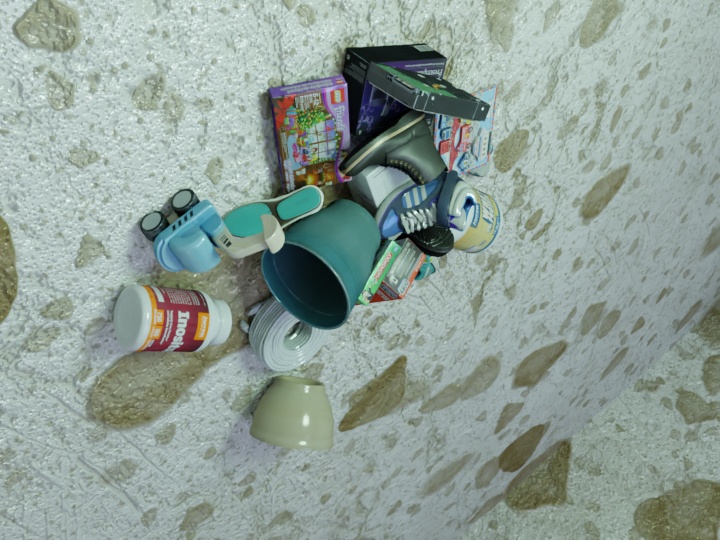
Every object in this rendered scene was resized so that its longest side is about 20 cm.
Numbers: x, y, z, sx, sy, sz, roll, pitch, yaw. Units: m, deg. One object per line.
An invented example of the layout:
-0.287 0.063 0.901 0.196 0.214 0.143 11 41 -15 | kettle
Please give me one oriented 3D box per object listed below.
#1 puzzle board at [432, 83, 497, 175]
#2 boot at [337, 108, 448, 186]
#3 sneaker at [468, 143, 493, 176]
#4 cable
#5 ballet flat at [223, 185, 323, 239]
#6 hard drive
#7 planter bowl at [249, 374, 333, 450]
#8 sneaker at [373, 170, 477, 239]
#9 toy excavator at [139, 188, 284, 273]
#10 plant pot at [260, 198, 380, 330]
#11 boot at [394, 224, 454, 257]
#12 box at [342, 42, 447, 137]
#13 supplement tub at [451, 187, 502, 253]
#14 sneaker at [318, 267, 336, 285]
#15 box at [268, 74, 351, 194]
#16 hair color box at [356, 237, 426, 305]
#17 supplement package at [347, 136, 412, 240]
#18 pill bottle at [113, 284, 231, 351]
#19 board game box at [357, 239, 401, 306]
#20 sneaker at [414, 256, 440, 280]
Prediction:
0.215 -0.275 1.512 0.147 0.018 0.203 -23 141 -16 | puzzle board
0.068 -0.194 1.338 0.198 0.077 0.140 -36 106 -14 | boot
0.260 -0.268 1.634 0.077 0.086 0.201 -42 142 -5 | sneaker
-0.147 0.124 1.579 0.198 0.069 0.203 -36 141 -17 | cable
-0.159 -0.105 1.358 0.195 0.071 0.070 -19 140 3 | ballet flat
0.121 -0.314 1.290 0.197 0.139 0.039 -1 122 -44 | hard drive
-0.147 0.317 1.669 0.198 0.197 0.139 13 86 -49 | planter bowl
0.133 -0.108 1.413 0.199 0.146 0.081 -40 142 -13 | sneaker
-0.244 -0.051 1.225 0.193 0.200 0.101 -38 142 -11 | toy excavator
-0.058 -0.027 1.389 0.189 0.196 0.204 -50 150 -39 | plant pot
0.119 -0.043 1.595 0.079 0.209 0.161 -36 137 -31 | boot
0.058 -0.342 1.379 0.196 0.079 0.144 -16 135 -36 | box
0.223 -0.125 1.672 0.197 0.144 0.147 12 114 -49 | supplement tub
-0.060 0.003 1.509 0.076 0.083 0.205 31 71 -42 | sneaker
-0.087 -0.242 1.317 0.133 0.040 0.204 -14 133 -11 | box
0.042 0.006 1.542 0.064 0.199 0.112 39 68 -19 | hair color box
0.045 -0.177 1.479 0.113 0.109 0.202 -38 141 -12 | supplement package
-0.336 0.089 1.326 0.197 0.113 0.115 7 118 -47 | pill bottle
0.000 0.000 1.505 0.029 0.199 0.136 36 79 -20 | board game box
0.133 -0.040 1.718 0.079 0.078 0.201 -34 141 -3 | sneaker
